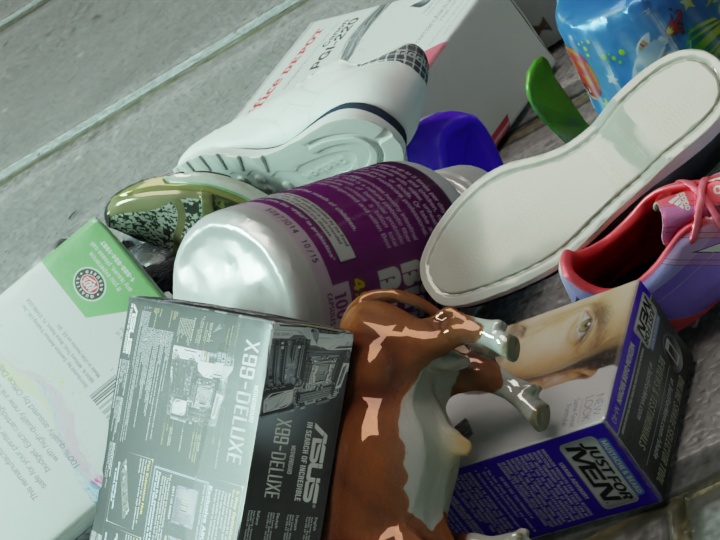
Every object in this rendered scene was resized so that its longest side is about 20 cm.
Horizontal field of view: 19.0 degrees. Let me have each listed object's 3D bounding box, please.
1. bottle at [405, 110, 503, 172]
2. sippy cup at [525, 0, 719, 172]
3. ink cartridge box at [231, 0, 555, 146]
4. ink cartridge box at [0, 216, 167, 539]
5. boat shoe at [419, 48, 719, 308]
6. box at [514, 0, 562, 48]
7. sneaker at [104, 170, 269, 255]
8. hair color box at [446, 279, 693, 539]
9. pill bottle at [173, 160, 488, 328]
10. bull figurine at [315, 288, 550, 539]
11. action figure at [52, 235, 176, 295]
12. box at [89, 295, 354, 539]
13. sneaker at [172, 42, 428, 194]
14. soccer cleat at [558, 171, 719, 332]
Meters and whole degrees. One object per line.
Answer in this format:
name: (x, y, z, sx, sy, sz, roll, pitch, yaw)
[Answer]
bottle: (0.004, -0.043, 1.390, 0.200, 0.084, 0.065, -16, 10, 44)
sippy cup: (0.182, -0.125, 1.236, 0.178, 0.130, 0.140, -33, 26, 9)
ink cartridge box: (0.014, -0.116, 1.501, 0.200, 0.085, 0.146, -9, 38, 50)
ink cartridge box: (-0.189, 0.090, 1.333, 0.200, 0.145, 0.088, -40, -13, -4)
boat shoe: (0.123, -0.041, 1.167, 0.200, 0.060, 0.074, -40, 58, 7)
box: (0.133, -0.299, 1.513, 0.200, 0.199, 0.172, -30, 26, 16)
sneaker: (-0.069, 0.002, 1.331, 0.077, 0.199, 0.089, 99, -172, -62)
hair color box: (0.066, 0.087, 1.114, 0.199, 0.065, 0.109, -20, 30, 31)
pill bottle: (0.000, 0.000, 1.221, 0.200, 0.113, 0.112, -19, 7, -43)
bull figurine: (0.024, 0.109, 1.031, 0.121, 0.201, 0.065, 0, -2, 30)
action figure: (-0.142, 0.016, 1.471, 0.200, 0.102, 0.119, -11, 32, 42)
box: (-0.078, 0.117, 1.070, 0.158, 0.050, 0.201, 6, 86, 58)
sneaker: (-0.035, -0.083, 1.347, 0.200, 0.076, 0.081, -13, 46, 42)
soccer cleat: (0.195, -0.030, 1.109, 0.200, 0.076, 0.067, -34, 44, 16)
